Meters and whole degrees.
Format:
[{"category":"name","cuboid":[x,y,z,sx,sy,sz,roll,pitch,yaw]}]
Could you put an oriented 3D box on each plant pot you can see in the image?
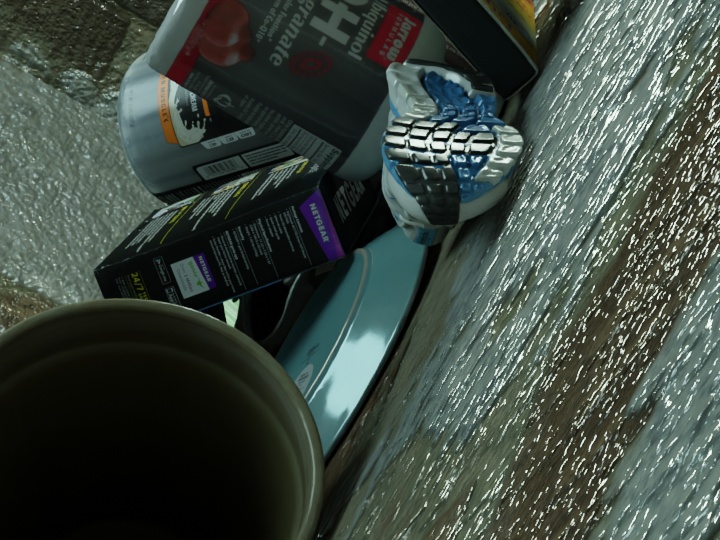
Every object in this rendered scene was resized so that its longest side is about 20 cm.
[{"category":"plant pot","cuboid":[-0.126,0.143,1.329,0.174,0.200,0.200,101,-168,-56]}]

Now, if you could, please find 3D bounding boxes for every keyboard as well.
[{"category":"keyboard","cuboid":[0.000,0.000,1.653,0.127,0.021,0.200,-57,8,35]}]

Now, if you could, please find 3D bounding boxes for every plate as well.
[{"category":"plate","cuboid":[-0.022,0.051,1.481,0.200,0.026,0.200,-55,13,20]}]

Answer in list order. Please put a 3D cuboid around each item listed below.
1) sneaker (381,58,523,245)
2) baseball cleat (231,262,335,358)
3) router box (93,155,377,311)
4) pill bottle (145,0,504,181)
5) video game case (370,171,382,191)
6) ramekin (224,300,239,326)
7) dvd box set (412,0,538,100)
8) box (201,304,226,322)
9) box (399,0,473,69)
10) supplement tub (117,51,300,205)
[{"category":"sneaker","cuboid":[0.044,-0.048,1.372,0.200,0.075,0.087,-84,2,-71]},{"category":"baseball cleat","cuboid":[-0.038,-0.022,1.787,0.106,0.070,0.200,93,-169,-65]},{"category":"router box","cuboid":[-0.074,-0.023,1.596,0.149,0.051,0.200,-20,9,10]},{"category":"pill bottle","cuboid":[-0.018,-0.122,1.522,0.111,0.200,0.111,-59,7,11]},{"category":"video game case","cuboid":[-0.001,-0.079,1.997,0.200,0.025,0.181,-61,7,-2]},{"category":"ramekin","cuboid":[-0.153,0.090,1.906,0.200,0.098,0.200,-50,-7,-9]},{"category":"dvd box set","cuboid":[0.050,-0.185,1.528,0.029,0.146,0.200,-40,10,14]},{"category":"box","cuboid":[-0.104,0.077,1.698,0.200,0.036,0.143,-103,5,-79]},{"category":"box","cuboid":[0.061,-0.195,1.690,0.200,0.100,0.075,-64,7,-34]},{"category":"supplement tub","cuboid":[-0.061,-0.119,1.767,0.200,0.123,0.123,-15,35,35]}]
